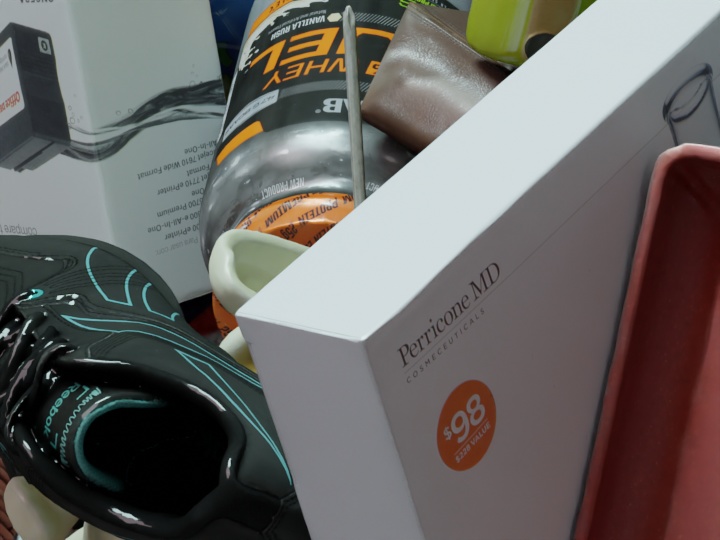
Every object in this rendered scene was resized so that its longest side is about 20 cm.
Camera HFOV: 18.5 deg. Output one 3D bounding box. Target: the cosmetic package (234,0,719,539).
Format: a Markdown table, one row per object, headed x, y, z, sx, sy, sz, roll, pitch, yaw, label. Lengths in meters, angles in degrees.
| x | y | z | sx | sy | sz | roll | pitch | yaw | label |
| --- | --- | --- | --- | --- | --- | --- | --- | --- | --- |
| 0.062 | 0.024 | 0.650 | 0.051 | 0.151 | 0.200 | 8 | 38 | 41 | cosmetic package |

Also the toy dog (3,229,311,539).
| x | y | z | sx | sy | sz | roll | pitch | yaw | label |
| --- | --- | --- | --- | --- | --- | --- | --- | --- | --- |
| -0.044 | 0.099 | 0.783 | 0.200 | 0.194 | 0.140 | -42 | 71 | 24 | toy dog |

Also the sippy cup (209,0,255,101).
| x | y | z | sx | sy | sz | roll | pitch | yaw | label |
| --- | --- | --- | --- | --- | --- | --- | --- | --- | --- |
| -0.048 | -0.130 | 1.107 | 0.140 | 0.131 | 0.177 | -46 | 30 | -20 | sippy cup |

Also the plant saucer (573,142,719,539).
| x | y | z | sx | sy | sz | roll | pitch | yaw | label |
| --- | --- | --- | --- | --- | --- | --- | --- | --- | --- |
| 0.157 | 0.080 | 0.590 | 0.199 | 0.037 | 0.201 | 12 | 88 | 25 | plant saucer |

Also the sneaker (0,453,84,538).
| x | y | z | sx | sy | sz | roll | pitch | yaw | label |
| --- | --- | --- | --- | --- | --- | --- | --- | --- | --- |
| -0.101 | 0.062 | 0.902 | 0.079 | 0.074 | 0.200 | -24 | -4 | 5 | sneaker |

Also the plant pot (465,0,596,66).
| x | y | z | sx | sy | sz | roll | pitch | yaw | label |
| --- | --- | --- | --- | --- | --- | --- | --- | --- | --- |
| 0.140 | -0.175 | 0.849 | 0.199 | 0.200 | 0.182 | 10 | 41 | -5 | plant pot |

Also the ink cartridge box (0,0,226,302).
| x | y | z | sx | sy | sz | roll | pitch | yaw | label |
| --- | --- | --- | --- | --- | --- | --- | --- | --- | --- |
| -0.138 | -0.086 | 1.023 | 0.083 | 0.201 | 0.145 | -22 | 19 | -41 | ink cartridge box |

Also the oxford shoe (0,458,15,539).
| x | y | z | sx | sy | sz | roll | pitch | yaw | label |
| --- | --- | --- | --- | --- | --- | --- | --- | --- | --- |
| -0.204 | 0.126 | 0.947 | 0.074 | 0.071 | 0.201 | -19 | 35 | 33 | oxford shoe |

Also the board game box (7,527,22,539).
| x | y | z | sx | sy | sz | roll | pitch | yaw | label |
| --- | --- | --- | --- | --- | --- | --- | --- | --- | --- |
| -0.219 | 0.207 | 0.947 | 0.199 | 0.026 | 0.200 | -31 | 32 | 13 | board game box |

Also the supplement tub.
| x | y | z | sx | sy | sz | roll | pitch | yaw | label |
| --- | --- | --- | --- | --- | --- | --- | --- | --- | --- |
| -0.003 | -0.047 | 0.964 | 0.122 | 0.123 | 0.201 | -23 | 34 | 24 | supplement tub |

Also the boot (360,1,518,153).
| x | y | z | sx | sy | sz | roll | pitch | yaw | label |
| --- | --- | --- | --- | --- | --- | --- | --- | --- | --- |
| 0.053 | -0.026 | 0.823 | 0.186 | 0.064 | 0.200 | -23 | 50 | -38 | boot |

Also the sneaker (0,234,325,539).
| x | y | z | sx | sy | sz | roll | pitch | yaw | label |
| --- | --- | --- | --- | --- | --- | --- | --- | --- | --- |
| -0.079 | 0.033 | 0.668 | 0.199 | 0.079 | 0.076 | 24 | 91 | 32 | sneaker |

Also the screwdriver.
| x | y | z | sx | sy | sz | roll | pitch | yaw | label |
| --- | --- | --- | --- | --- | --- | --- | --- | --- | --- |
| 0.000 | 0.000 | 0.850 | 0.028 | 0.201 | 0.029 | 1 | 18 | 17 | screwdriver |
